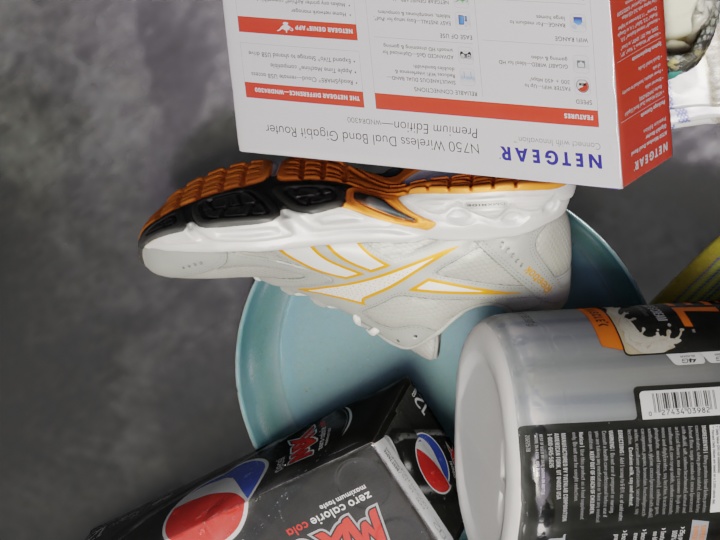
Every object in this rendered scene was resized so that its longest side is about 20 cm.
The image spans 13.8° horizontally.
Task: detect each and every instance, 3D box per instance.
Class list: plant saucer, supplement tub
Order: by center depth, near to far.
[{"bbox_3d":[0.148,0.075,1.298,0.199,0.123,0.123,-3,110,-12],"label":"supplement tub"},{"bbox_3d":[0.041,0.045,1.383,0.199,0.027,0.202,2,111,6],"label":"plant saucer"}]

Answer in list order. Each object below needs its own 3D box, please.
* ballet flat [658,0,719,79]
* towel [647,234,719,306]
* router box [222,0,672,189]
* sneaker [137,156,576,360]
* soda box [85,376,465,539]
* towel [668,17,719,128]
[{"bbox_3d":[0.121,-0.177,1.259,0.072,0.072,0.202,-7,104,7],"label":"ballet flat"},{"bbox_3d":[0.238,0.006,1.353,0.143,0.023,0.200,40,112,-8],"label":"towel"},{"bbox_3d":[0.030,-0.135,1.267,0.199,0.049,0.181,8,113,32],"label":"router box"},{"bbox_3d":[0.000,0.000,1.322,0.199,0.076,0.093,-4,114,10],"label":"sneaker"},{"bbox_3d":[-0.046,0.127,1.379,0.199,0.063,0.071,-28,106,28],"label":"soda box"},{"bbox_3d":[0.124,-0.132,1.321,0.199,0.024,0.148,-9,106,6],"label":"towel"}]
